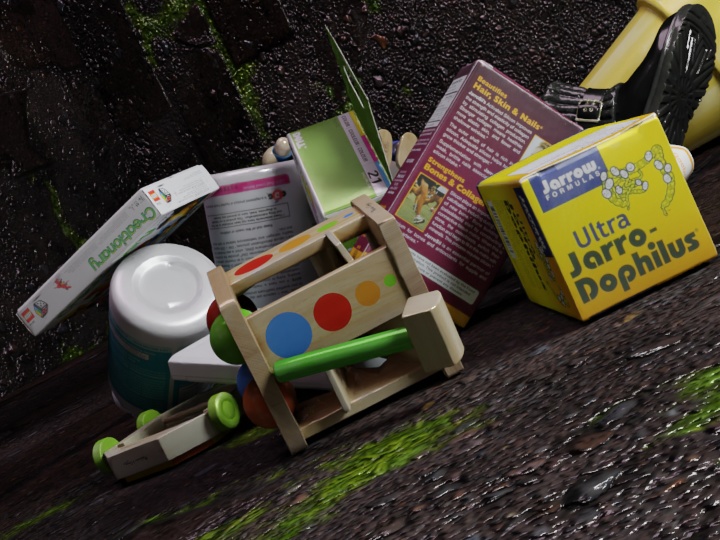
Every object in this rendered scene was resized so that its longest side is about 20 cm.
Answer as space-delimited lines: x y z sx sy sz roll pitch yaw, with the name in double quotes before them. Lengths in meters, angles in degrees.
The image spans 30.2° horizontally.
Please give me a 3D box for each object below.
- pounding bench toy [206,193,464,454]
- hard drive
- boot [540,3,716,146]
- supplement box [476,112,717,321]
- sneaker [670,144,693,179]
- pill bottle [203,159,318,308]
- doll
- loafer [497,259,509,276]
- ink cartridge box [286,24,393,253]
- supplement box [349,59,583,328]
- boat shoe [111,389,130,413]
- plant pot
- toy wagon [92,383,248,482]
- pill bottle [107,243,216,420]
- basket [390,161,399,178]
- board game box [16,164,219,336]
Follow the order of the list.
"pounding bench toy" -0.024 0.047 0.952 0.155 0.125 0.200 -26 14 -5
"hard drive" -0.054 0.067 1.174 0.199 0.026 0.132 0 20 37
"boot" 0.279 -0.193 1.433 0.157 0.079 0.212 15 79 45
"supplement box" 0.170 -0.041 1.002 0.108 0.110 0.200 -26 4 -2
"sneaker" 0.249 -0.088 1.307 0.079 0.079 0.200 -32 18 -19
"pill bottle" -0.095 -0.008 1.384 0.113 0.201 0.113 -10 5 1
"doll" -0.036 -0.125 1.435 0.136 0.049 0.199 2 -1 -44
"loafer" 0.075 -0.013 1.366 0.070 0.070 0.199 0 -11 -40
"ink cartridge box" -0.021 -0.103 1.245 0.075 0.201 0.148 -21 40 -3
"supplement box" 0.088 -0.066 1.152 0.201 0.110 0.086 -59 8 0
"boat shoe" -0.192 0.106 1.538 0.199 0.072 0.062 -24 2 -16
"plant pot" 0.358 -0.216 1.531 0.189 0.201 0.201 -41 3 5
"toy wagon" -0.147 0.132 1.225 0.155 0.040 0.200 -23 5 31
"pill bottle" -0.195 0.074 1.322 0.110 0.111 0.201 -28 -28 -30
"basket" -0.009 -0.018 1.514 0.199 0.181 0.136 -35 37 -8
"board game box" -0.239 -0.021 1.315 0.200 0.035 0.126 -41 -1 25
